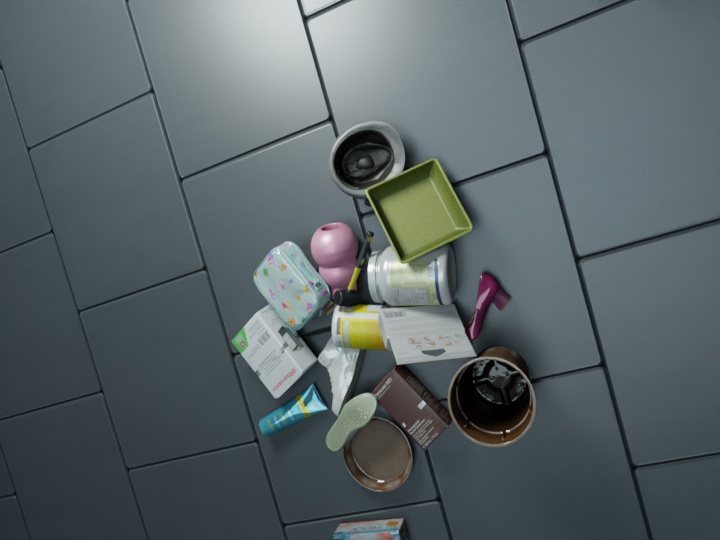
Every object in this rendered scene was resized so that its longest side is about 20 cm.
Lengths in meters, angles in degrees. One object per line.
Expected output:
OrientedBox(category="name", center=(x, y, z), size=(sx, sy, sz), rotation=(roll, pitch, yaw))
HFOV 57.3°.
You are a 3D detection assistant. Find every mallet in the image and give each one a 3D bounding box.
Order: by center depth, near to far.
OrientedBox(category="mallet", center=(0.000, 0.000, 1.609), size=(0.041, 0.065, 0.204), rotation=(44, 116, 45))

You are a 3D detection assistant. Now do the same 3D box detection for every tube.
OrientedBox(category="tube", center=(-0.189, 0.392, 1.819), size=(0.197, 0.050, 0.079), rotation=(-32, 95, 15))

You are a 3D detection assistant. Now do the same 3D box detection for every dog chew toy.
OrientedBox(category="dog chew toy", center=(-0.056, -0.013, 1.671), size=(0.120, 0.125, 0.206), rotation=(-4, 110, 19))

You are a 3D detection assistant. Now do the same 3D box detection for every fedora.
OrientedBox(category="fedora", center=(0.020, -0.270, 1.617), size=(0.196, 0.090, 0.181), rotation=(-26, 91, 13))

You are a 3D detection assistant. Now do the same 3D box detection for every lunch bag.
OrientedBox(category="lunch bag", center=(-0.169, 0.039, 1.674), size=(0.201, 0.077, 0.161), rotation=(50, 126, 7))

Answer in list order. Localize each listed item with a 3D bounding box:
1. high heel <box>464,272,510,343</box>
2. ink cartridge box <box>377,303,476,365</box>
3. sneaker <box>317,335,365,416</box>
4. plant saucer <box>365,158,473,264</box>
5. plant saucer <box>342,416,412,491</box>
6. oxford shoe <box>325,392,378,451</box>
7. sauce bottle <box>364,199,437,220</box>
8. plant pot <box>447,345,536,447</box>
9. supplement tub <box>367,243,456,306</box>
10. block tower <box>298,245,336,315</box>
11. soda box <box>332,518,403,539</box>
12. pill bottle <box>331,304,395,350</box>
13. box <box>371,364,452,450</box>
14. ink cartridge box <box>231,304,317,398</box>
OrientedBox(category="high heel", center=(0.268, 0.105, 1.602), size=(0.096, 0.067, 0.201), rotation=(41, 94, -3))
OrientedBox(category="ink cartridge box", center=(0.152, 0.158, 1.542), size=(0.193, 0.179, 0.046), rotation=(-3, 132, -13))
OrientedBox(category="sneaker", center=(-0.065, 0.272, 1.746), size=(0.113, 0.073, 0.206), rotation=(19, 97, 19))
OrientedBox(category="plant saucer", center=(0.136, -0.134, 1.549), size=(0.195, 0.048, 0.204), rotation=(-24, 75, -9))
OrientedBox(category="plant saucer", center=(0.047, 0.485, 1.755), size=(0.194, 0.034, 0.208), rotation=(3, 99, 18))
OrientedBox(category="oxford shoe", center=(-0.020, 0.388, 1.715), size=(0.075, 0.057, 0.202), rotation=(43, 114, 15))
OrientedBox(category="sauce bottle", center=(0.103, -0.145, 1.622), size=(0.195, 0.065, 0.067), rotation=(22, 105, 13))
OrientedBox(category="plant pot", center=(0.316, 0.278, 1.544), size=(0.194, 0.198, 0.208), rotation=(3, 99, 18))
OrientedBox(category="supplement tub", center=(0.127, 0.011, 1.595), size=(0.193, 0.145, 0.150), rotation=(-3, 98, 19))
OrientedBox(category="block tower", center=(-0.134, 0.025, 1.734), size=(0.054, 0.058, 0.201), rotation=(-41, 86, 20))
OrientedBox(category="soda box", center=(0.028, 0.722, 1.778), size=(0.194, 0.068, 0.066), rotation=(-13, 94, 19))
OrientedBox(category="pill bottle", center=(0.030, 0.143, 1.662), size=(0.193, 0.109, 0.113), rotation=(2, 99, 12))
OrientedBox(category="box", center=(0.133, 0.345, 1.684), size=(0.200, 0.075, 0.101), rotation=(45, 110, 9))
OrientedBox(category="ink cartridge box", center=(-0.231, 0.216, 1.768), size=(0.202, 0.084, 0.146), rotation=(51, 124, 5))
